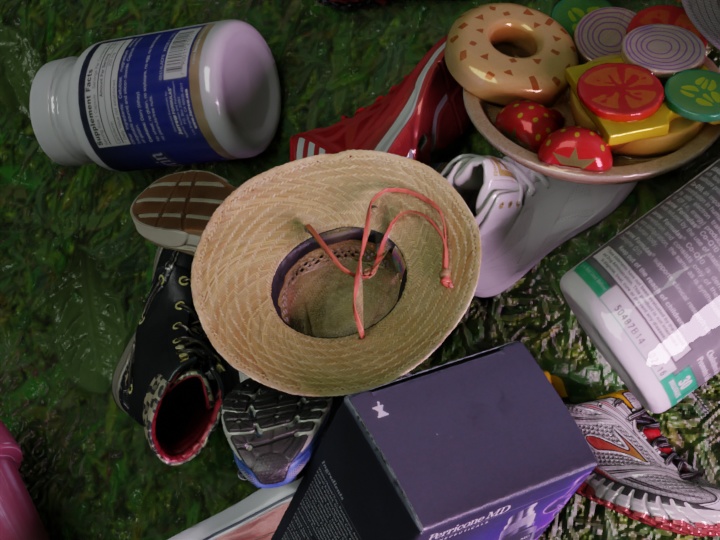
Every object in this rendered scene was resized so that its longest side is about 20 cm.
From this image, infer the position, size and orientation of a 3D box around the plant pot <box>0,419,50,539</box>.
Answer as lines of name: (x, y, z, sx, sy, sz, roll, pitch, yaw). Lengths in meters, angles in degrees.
plant pot: (-0.340, 0.239, 1.235, 0.200, 0.200, 0.179, -44, 77, 12)

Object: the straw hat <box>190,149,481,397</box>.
straw hat: (-0.013, 0.018, 1.033, 0.199, 0.085, 0.202, -2, 60, 3)

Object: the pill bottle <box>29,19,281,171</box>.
pill bottle: (-0.178, -0.146, 1.275, 0.199, 0.116, 0.117, -4, 76, 28)

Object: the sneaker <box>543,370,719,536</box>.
sneaker: (0.186, 0.127, 1.034, 0.199, 0.078, 0.083, 21, 86, 30)

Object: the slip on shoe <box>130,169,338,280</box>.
slip on shoe: (-0.097, -0.030, 1.146, 0.199, 0.061, 0.076, 7, 47, 37)

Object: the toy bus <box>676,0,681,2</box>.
toy bus: (0.240, -0.264, 1.083, 0.192, 0.135, 0.201, -46, 63, 25)

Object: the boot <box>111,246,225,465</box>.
boot: (-0.130, 0.046, 1.185, 0.205, 0.073, 0.154, -66, 22, 6)

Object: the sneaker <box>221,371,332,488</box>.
sneaker: (-0.053, 0.117, 1.057, 0.078, 0.200, 0.090, -5, 102, 2)

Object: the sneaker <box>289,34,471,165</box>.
sneaker: (0.011, -0.120, 1.156, 0.115, 0.079, 0.200, 9, 47, 31)

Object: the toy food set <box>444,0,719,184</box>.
toy food set: (0.171, -0.136, 1.073, 0.196, 0.049, 0.201, -13, 44, -11)

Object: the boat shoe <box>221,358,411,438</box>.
boat shoe: (-0.023, 0.097, 1.169, 0.201, 0.065, 0.075, 4, 93, 34)

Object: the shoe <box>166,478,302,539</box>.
shoe: (-0.095, 0.241, 1.159, 0.199, 0.071, 0.091, -32, 62, 14)

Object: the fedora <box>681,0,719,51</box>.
fedora: (0.307, -0.170, 0.973, 0.199, 0.177, 0.091, -26, 37, 37)

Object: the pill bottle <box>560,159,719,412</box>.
pill bottle: (0.243, -0.006, 0.995, 0.199, 0.113, 0.113, -37, 63, 2)

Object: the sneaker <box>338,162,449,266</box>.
sneaker: (0.000, 0.000, 1.147, 0.112, 0.071, 0.201, 2, 52, 30)

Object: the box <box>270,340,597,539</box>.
box: (0.044, 0.158, 1.011, 0.105, 0.147, 0.200, 59, 147, 26)

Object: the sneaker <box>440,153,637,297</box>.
sneaker: (0.129, -0.067, 1.092, 0.200, 0.115, 0.074, -45, 60, 8)

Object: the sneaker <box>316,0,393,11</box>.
sneaker: (0.039, -0.276, 1.214, 0.199, 0.079, 0.096, -1, 75, 28)
